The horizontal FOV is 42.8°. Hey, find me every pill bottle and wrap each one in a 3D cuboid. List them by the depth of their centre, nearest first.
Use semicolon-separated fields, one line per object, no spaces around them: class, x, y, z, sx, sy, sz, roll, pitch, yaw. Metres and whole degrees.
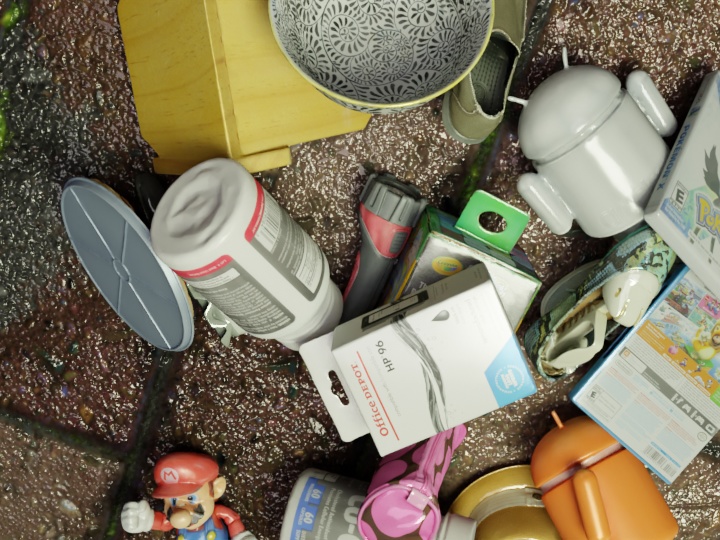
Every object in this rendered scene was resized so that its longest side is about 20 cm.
pill bottle;-0.097;-0.005;0.869;0.110;0.112;0.200;-32;137;10
pill bottle;0.020;0.292;0.994;0.196;0.114;0.116;11;107;13

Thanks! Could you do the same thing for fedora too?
fedora;0.190;0.320;1.037;0.196;0.082;0.204;0;107;1

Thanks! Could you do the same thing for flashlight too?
flashlight;0.000;0.000;0.960;0.067;0.068;0.202;25;111;-1

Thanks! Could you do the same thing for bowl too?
bowl;0.017;-0.217;0.834;0.197;0.094;0.205;0;71;-1

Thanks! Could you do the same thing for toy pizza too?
toy pizza;-0.227;-0.008;0.918;0.032;0.199;0.202;-38;106;-31

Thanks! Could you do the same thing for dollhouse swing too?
dollhouse swing;-0.109;-0.213;0.911;0.180;0.175;0.204;8;113;42

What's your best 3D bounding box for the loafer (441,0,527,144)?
loafer;0.127;-0.221;0.862;0.074;0.070;0.204;7;89;-19

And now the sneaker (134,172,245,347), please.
sneaker;-0.156;-0.027;0.953;0.088;0.074;0.202;-31;110;0

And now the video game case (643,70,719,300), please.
video game case;0.368;-0.059;0.885;0.199;0.022;0.184;41;64;-20

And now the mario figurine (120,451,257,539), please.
mario figurine;-0.187;0.296;1.022;0.122;0.105;0.203;-25;117;-28

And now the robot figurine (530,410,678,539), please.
robot figurine;0.253;0.240;0.964;0.117;0.142;0.202;-49;62;47

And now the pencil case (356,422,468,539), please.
pencil case;0.060;0.199;0.944;0.091;0.200;0.093;45;117;-8

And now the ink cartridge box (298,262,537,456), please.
ink cartridge box;0.049;0.090;0.852;0.197;0.068;0.117;-24;103;9

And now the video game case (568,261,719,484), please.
video game case;0.325;0.096;0.922;0.143;0.018;0.201;39;96;-9

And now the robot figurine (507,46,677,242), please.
robot figurine;0.230;-0.115;0.892;0.169;0.113;0.200;-43;102;-4

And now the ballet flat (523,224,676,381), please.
ballet flat;0.238;0.041;0.894;0.074;0.075;0.201;33;127;-8

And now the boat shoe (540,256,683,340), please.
boat shoe;0.287;0.026;0.958;0.198;0.065;0.076;-12;106;5

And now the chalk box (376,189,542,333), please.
chalk box;0.098;0.017;0.930;0.123;0.124;0.202;25;105;-5
